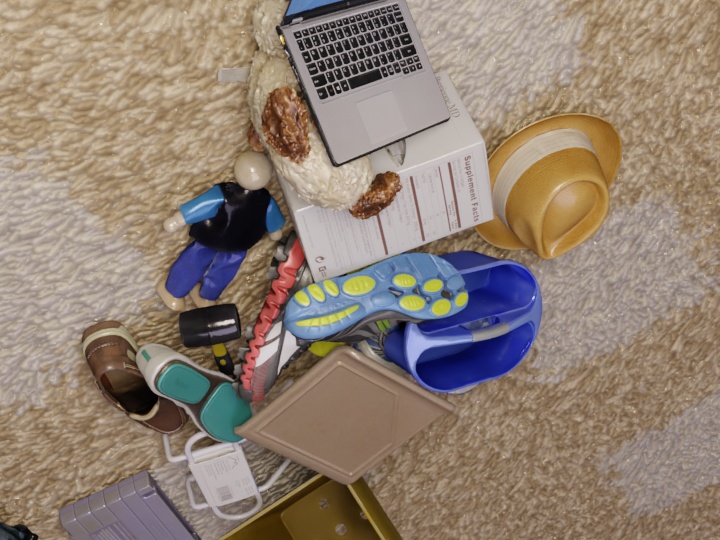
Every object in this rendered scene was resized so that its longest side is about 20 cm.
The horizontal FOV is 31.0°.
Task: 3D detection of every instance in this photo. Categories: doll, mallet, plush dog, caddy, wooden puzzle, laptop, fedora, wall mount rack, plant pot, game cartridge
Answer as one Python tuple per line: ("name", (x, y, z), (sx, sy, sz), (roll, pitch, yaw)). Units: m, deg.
("doll", (-0.145, -0.040, 1.342), (0.135, 0.049, 0.201), (7, 131, -35))
("mallet", (-0.167, 0.089, 1.445), (0.065, 0.042, 0.200), (-7, 158, -9))
("plush dog", (-0.044, -0.128, 1.188), (0.199, 0.173, 0.160), (31, 117, -35))
("caddy", (0.119, 0.057, 1.478), (0.198, 0.105, 0.143), (-13, 113, -32))
("wooden puzzle", (-0.018, 0.165, 1.494), (0.199, 0.038, 0.184), (-36, 131, 28))
("laptop", (0.031, -0.221, 1.126), (0.115, 0.202, 0.187), (-19, -174, 41))
("fedora", (0.217, -0.079, 1.445), (0.198, 0.082, 0.202), (-13, 138, -11))
("wall mount rack", (-0.146, 0.222, 1.609), (0.172, 0.075, 0.201), (-17, 139, -3))
("plant pot", (-0.041, 0.363, 1.695), (0.199, 0.201, 0.176), (-34, 180, 12))
("game cartridge", (-0.296, 0.340, 1.689), (0.128, 0.039, 0.201), (-21, 140, 2))

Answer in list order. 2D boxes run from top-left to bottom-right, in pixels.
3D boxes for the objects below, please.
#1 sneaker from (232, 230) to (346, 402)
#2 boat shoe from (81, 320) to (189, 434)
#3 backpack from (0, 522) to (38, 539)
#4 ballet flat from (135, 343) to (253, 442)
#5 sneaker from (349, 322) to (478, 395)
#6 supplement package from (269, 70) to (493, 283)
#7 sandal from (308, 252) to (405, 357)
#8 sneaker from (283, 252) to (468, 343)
("sneaker", (-0.072, 0.062, 1.397), (0.097, 0.071, 0.202), (21, 107, -4))
("boat shoe", (-0.252, 0.142, 1.465), (0.074, 0.075, 0.203), (-28, 139, 6))
("backpack", (-0.503, 0.366, 1.532), (0.182, 0.148, 0.200), (-34, 136, 9))
("ballet flat", (-0.186, 0.131, 1.462), (0.069, 0.070, 0.200), (-31, 144, 9))
("sneaker", (0.088, 0.092, 1.576), (0.198, 0.077, 0.086), (11, 124, -35))
("supplement package", (0.021, -0.094, 1.310), (0.198, 0.118, 0.118), (-21, 140, -4))
("sandal", (0.000, 0.000, 1.448), (0.201, 0.079, 0.087), (-57, 166, 24))
("sneaker", (0.014, 0.031, 1.333), (0.197, 0.072, 0.083), (-12, 170, -14))
